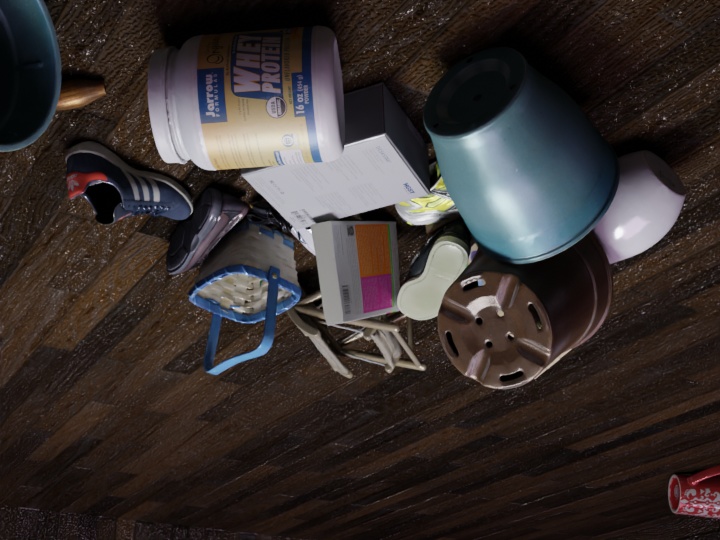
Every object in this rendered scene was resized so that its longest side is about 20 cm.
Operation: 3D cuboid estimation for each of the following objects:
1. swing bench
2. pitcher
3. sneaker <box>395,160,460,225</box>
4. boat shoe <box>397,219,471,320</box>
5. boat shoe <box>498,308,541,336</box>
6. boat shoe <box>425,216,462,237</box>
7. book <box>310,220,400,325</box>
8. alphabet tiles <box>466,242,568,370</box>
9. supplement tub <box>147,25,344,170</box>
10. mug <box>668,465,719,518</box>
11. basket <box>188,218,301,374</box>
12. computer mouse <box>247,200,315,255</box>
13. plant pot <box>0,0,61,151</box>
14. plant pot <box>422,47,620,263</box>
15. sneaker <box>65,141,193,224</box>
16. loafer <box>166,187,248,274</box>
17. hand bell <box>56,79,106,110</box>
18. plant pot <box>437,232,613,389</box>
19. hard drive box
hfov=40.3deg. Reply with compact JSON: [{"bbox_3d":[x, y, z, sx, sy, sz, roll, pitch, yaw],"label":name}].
[{"bbox_3d":[-0.009,0.087,1.630,0.196,0.132,0.199,-9,153,15],"label":"swing bench"},{"bbox_3d":[0.344,-0.078,1.351,0.121,0.172,0.200,37,123,-10],"label":"pitcher"},{"bbox_3d":[0.138,-0.114,1.310,0.197,0.076,0.077,-14,142,10],"label":"sneaker"},{"bbox_3d":[0.107,-0.003,1.392,0.073,0.067,0.201,21,143,1],"label":"boat shoe"},{"bbox_3d":[0.247,0.067,1.428,0.198,0.070,0.056,-10,-161,45],"label":"boat shoe"},{"bbox_3d":[0.184,-0.088,1.369,0.196,0.066,0.072,-10,152,16],"label":"boat shoe"},{"bbox_3d":[0.000,0.000,1.373,0.047,0.136,0.199,-9,178,24],"label":"book"},{"bbox_3d":[0.208,0.060,1.408,0.008,0.200,0.168,-37,171,-41],"label":"alphabet tiles"},{"bbox_3d":[-0.120,-0.186,1.072,0.196,0.147,0.145,-4,153,3],"label":"supplement tub"},{"bbox_3d":[0.981,0.612,2.762,0.196,0.181,0.134,3,-170,0],"label":"mug"},{"bbox_3d":[-0.169,0.041,1.439,0.138,0.203,0.175,27,150,-31],"label":"basket"},{"bbox_3d":[-0.071,-0.048,1.423,0.198,0.045,0.109,23,173,-41],"label":"computer mouse"},{"bbox_3d":[-0.440,-0.209,0.977,0.193,0.204,0.200,-4,155,23],"label":"plant pot"},{"bbox_3d":[0.171,-0.145,1.138,0.198,0.202,0.188,-18,134,30],"label":"plant pot"},{"bbox_3d":[-0.309,-0.092,1.311,0.074,0.086,0.199,-24,146,37],"label":"sneaker"},{"bbox_3d":[-0.225,-0.048,1.424,0.062,0.073,0.200,9,149,-28],"label":"loafer"},{"bbox_3d":[-0.393,-0.190,1.138,0.196,0.106,0.105,-12,154,-6],"label":"hand bell"},{"bbox_3d":[0.203,0.044,1.254,0.198,0.203,0.198,-20,-173,32],"label":"plant pot"},{"bbox_3d":[-0.029,-0.139,1.244,0.197,0.078,0.156,-12,152,21],"label":"hard drive box"}]
